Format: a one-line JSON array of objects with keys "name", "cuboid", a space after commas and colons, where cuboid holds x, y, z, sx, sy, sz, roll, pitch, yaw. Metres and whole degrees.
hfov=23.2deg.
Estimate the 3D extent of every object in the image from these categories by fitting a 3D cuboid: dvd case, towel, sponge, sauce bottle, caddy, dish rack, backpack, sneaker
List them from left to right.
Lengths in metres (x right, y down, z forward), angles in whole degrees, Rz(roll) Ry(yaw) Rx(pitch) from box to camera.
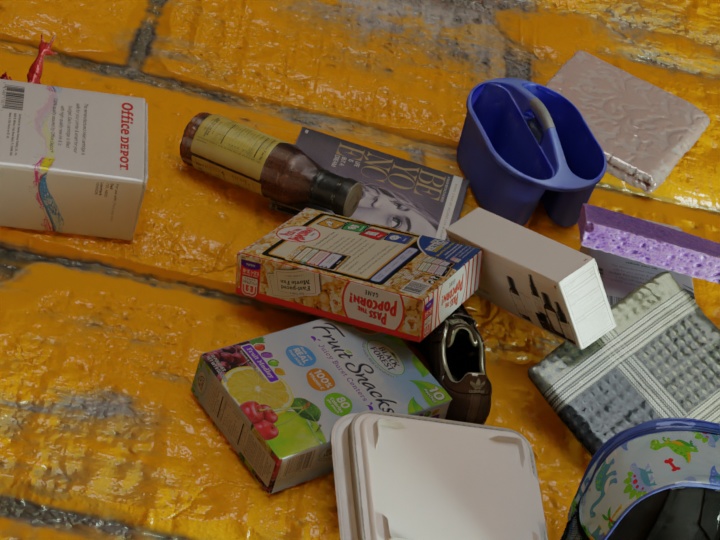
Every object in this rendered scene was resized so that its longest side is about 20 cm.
[{"name": "sauce bottle", "cuboid": [-0.093, -0.107, 1.845, 0.199, 0.066, 0.066, 24, 39, 19]}, {"name": "dvd case", "cuboid": [0.012, -0.084, 1.912, 0.199, 0.016, 0.149, 18, 39, 1]}, {"name": "dish rack", "cuboid": [0.077, 0.199, 1.543, 0.199, 0.044, 0.172, 10, 51, -21]}, {"name": "sneaker", "cuboid": [0.095, 0.067, 1.717, 0.070, 0.076, 0.200, 2, 42, -17]}, {"name": "caddy", "cuboid": [0.191, -0.139, 1.969, 0.141, 0.105, 0.200, -1, 42, -22]}, {"name": "towel", "cuboid": [0.307, -0.181, 2.121, 0.191, 0.032, 0.200, 28, 40, 15]}, {"name": "towel", "cuboid": [0.289, 0.120, 1.703, 0.200, 0.035, 0.193, -33, 71, -22]}, {"name": "sponge", "cuboid": [0.320, -0.021, 1.798, 0.199, 0.030, 0.112, 16, 12, 0]}, {"name": "backpack", "cuboid": [0.269, 0.216, 1.504, 0.182, 0.200, 0.147, 10, 39, -12]}]

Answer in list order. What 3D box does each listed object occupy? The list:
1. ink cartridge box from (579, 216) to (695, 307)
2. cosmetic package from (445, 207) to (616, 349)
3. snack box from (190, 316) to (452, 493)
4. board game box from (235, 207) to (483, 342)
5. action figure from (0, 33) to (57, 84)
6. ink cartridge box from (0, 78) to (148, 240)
[{"name": "ink cartridge box", "cuboid": [0.285, 0.031, 1.836, 0.115, 0.067, 0.200, 12, 40, -6]}, {"name": "cosmetic package", "cuboid": [0.166, 0.006, 1.744, 0.051, 0.083, 0.200, -31, 29, -19]}, {"name": "snack box", "cuboid": [-0.036, 0.115, 1.631, 0.199, 0.053, 0.142, -15, 50, -34]}, {"name": "board game box", "cuboid": [0.000, 0.000, 1.723, 0.199, 0.046, 0.151, 15, 25, 22]}, {"name": "action figure", "cuboid": [-0.397, -0.205, 1.858, 0.199, 0.065, 0.099, 12, 56, -7]}, {"name": "ink cartridge box", "cuboid": [-0.319, -0.115, 1.772, 0.199, 0.084, 0.145, 7, 40, -12]}]
